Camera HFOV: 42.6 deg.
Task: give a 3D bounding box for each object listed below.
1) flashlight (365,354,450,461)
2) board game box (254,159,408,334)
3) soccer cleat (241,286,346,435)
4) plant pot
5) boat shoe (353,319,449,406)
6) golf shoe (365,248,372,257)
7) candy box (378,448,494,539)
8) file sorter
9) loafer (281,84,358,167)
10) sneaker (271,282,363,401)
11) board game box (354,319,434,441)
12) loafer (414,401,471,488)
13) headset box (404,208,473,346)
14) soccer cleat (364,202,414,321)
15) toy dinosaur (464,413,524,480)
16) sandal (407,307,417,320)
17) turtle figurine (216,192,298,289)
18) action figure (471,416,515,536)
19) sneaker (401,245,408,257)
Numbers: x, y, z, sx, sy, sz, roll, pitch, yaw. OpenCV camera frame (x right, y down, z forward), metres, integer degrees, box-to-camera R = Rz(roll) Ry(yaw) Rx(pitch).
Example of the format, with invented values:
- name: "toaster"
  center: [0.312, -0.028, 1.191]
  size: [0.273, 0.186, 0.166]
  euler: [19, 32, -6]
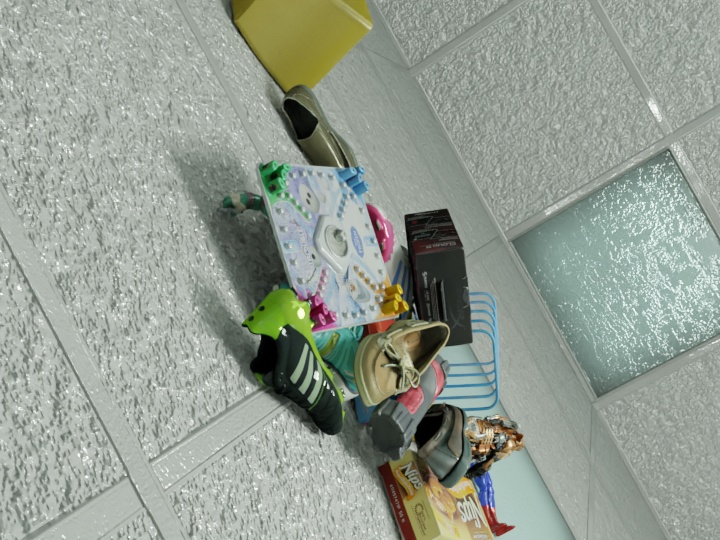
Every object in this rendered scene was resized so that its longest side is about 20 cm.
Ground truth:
- name: "flashlight"
  center: [0.059, 0.159, 1.160]
  size: [0.067, 0.069, 0.200]
  euler: [20, 20, 15]
- name: "board game box"
  center: [-0.028, -0.034, 1.104]
  size: [0.199, 0.026, 0.204]
  euler: [-5, 76, -56]
- name: "soccer cleat"
  center: [-0.072, 0.110, 0.993]
  size: [0.067, 0.081, 0.203]
  euler: [29, -35, 47]
- name: "plant pot"
  center: [-0.119, -0.462, 1.625]
  size: [0.175, 0.199, 0.202]
  euler: [34, 28, -35]
- name: "boat shoe"
  center: [0.049, 0.101, 1.115]
  size: [0.200, 0.062, 0.075]
  euler: [-40, 115, -61]
- name: "golf shoe"
  center: [0.000, 0.000, 1.268]
  size: [0.202, 0.071, 0.093]
  euler: [84, 6, -51]
- name: "candy box"
  center: [0.105, 0.314, 1.192]
  size: [0.200, 0.055, 0.117]
  euler: [39, 25, -52]
- name: "file sorter"
  center: [0.161, 0.128, 1.490]
  size: [0.200, 0.120, 0.142]
  euler: [-63, 149, -72]
- name: "loafer"
  center: [-0.075, -0.214, 1.546]
  size: [0.202, 0.075, 0.070]
  euler: [56, 28, 1]
- name: "sneaker"
  center: [-0.039, 0.076, 1.117]
  size: [0.200, 0.079, 0.078]
  euler: [47, 20, -38]
- name: "board game box"
  center: [0.044, 0.146, 1.275]
  size: [0.199, 0.040, 0.156]
  euler: [32, 43, -59]
- name: "loafer"
  center: [0.097, 0.204, 1.176]
  size: [0.062, 0.072, 0.200]
  euler: [36, 8, -8]
- name: "headset box"
  center: [0.115, 0.012, 1.370]
  size: [0.201, 0.073, 0.152]
  euler: [-97, 179, -68]
- name: "soccer cleat"
  center: [0.034, -0.015, 1.336]
  size: [0.086, 0.069, 0.203]
  euler: [-44, 131, -47]
- name: "toy dinosaur"
  center: [0.186, 0.259, 1.366]
  size: [0.199, 0.135, 0.103]
  euler: [37, 35, -33]
- name: "sandal"
  center: [0.043, 0.036, 1.468]
  size: [0.087, 0.078, 0.203]
  euler: [45, 29, -56]
- name: "turtle figurine"
  center: [-0.091, -0.045, 1.145]
  size: [0.152, 0.100, 0.200]
  euler: [60, 10, 0]
- name: "action figure"
  center: [0.211, 0.306, 1.474]
  size: [0.065, 0.098, 0.202]
  euler: [36, 26, -57]
- name: "sneaker"
  center: [0.025, -0.065, 1.595]
  size: [0.199, 0.059, 0.106]
  euler: [27, 37, -63]
